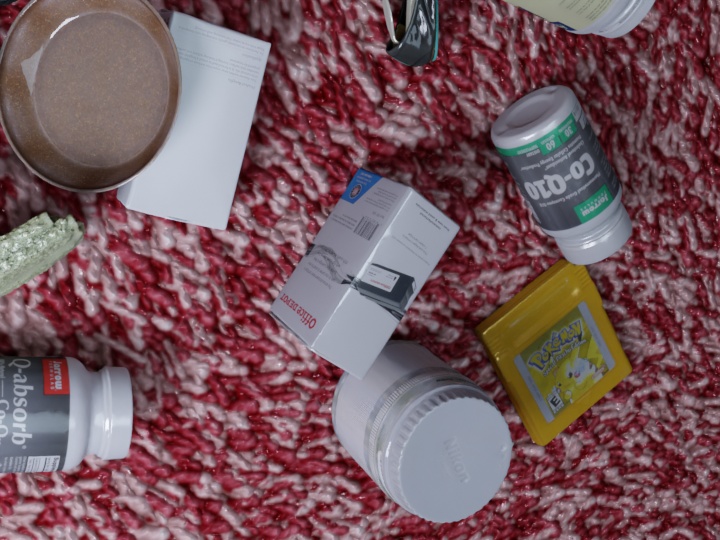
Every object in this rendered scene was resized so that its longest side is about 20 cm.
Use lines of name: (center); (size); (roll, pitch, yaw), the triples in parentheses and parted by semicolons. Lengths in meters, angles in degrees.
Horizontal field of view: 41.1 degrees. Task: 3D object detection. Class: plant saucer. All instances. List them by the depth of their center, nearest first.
plant saucer: (-0.258, -0.177, 0.931); (0.196, 0.037, 0.205); (1, 93, 14)

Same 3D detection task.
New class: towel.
towel: (-0.352, 0.005, 0.913); (0.198, 0.148, 0.037); (-31, 92, -9)

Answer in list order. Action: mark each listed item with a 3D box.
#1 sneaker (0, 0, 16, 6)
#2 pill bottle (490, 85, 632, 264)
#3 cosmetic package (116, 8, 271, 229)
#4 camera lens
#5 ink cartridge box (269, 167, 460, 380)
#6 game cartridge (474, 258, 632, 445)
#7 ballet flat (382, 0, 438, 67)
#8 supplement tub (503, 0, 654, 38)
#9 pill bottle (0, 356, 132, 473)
sneaker: (-0.352, -0.294, 0.844); (0.075, 0.199, 0.092); (-31, 83, 21)
pill bottle: (0.251, -0.114, 1.175); (0.113, 0.113, 0.201); (-40, 115, -10)
cosmetic package: (-0.175, -0.154, 0.995); (0.111, 0.081, 0.203); (14, 98, -26)
camera lens: (0.065, 0.181, 1.118); (0.157, 0.200, 0.163); (-6, 106, -22)
ink cartridge box: (0.000, 0.000, 1.075); (0.084, 0.144, 0.202); (34, 89, -27)
game cartridge: (0.262, 0.107, 1.282); (0.175, 0.032, 0.202); (-37, 116, -12)
ballet flat: (0.060, -0.330, 1.064); (0.067, 0.068, 0.204); (1, 102, -15)
supplement tub: (0.232, -0.358, 1.088); (0.197, 0.145, 0.147); (16, 97, -26)
pill bottle: (-0.339, 0.146, 0.976); (0.197, 0.116, 0.118); (2, 102, -25)
